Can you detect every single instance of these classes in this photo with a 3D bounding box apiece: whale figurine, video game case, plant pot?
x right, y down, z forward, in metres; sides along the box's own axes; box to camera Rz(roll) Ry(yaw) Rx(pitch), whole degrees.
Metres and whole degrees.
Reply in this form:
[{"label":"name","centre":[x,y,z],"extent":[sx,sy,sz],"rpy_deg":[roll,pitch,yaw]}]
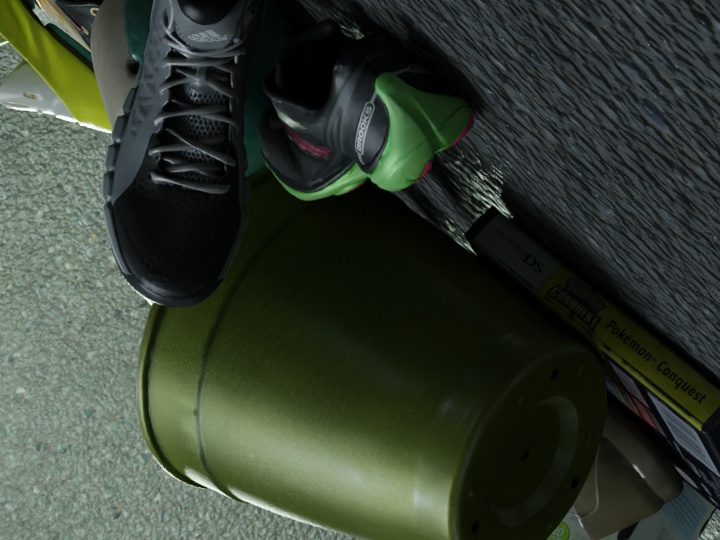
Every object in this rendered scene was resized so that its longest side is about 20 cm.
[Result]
[{"label":"whale figurine","centre":[-0.065,-0.106,1.252],"extent":[0.200,0.104,0.159],"rpy_deg":[10,-120,-64]},{"label":"video game case","centre":[0.152,0.064,1.224],"extent":[0.181,0.026,0.200],"rpy_deg":[41,174,32]},{"label":"plant pot","centre":[0.019,0.063,1.182],"extent":[0.193,0.200,0.200],"rpy_deg":[26,164,35]}]

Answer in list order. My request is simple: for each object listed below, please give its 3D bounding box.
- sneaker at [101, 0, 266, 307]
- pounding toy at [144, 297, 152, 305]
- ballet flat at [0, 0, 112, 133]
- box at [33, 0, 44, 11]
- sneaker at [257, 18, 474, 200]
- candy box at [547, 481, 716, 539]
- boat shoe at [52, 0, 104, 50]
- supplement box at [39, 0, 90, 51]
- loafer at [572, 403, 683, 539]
[{"label":"sneaker","centre":[-0.084,-0.089,1.085],"extent":[0.075,0.200,0.115],"rpy_deg":[6,165,-5]},{"label":"pounding toy","centre":[-0.068,0.034,1.674],"extent":[0.184,0.200,0.142],"rpy_deg":[39,173,45]},{"label":"ballet flat","centre":[-0.215,-0.142,1.382],"extent":[0.200,0.067,0.067],"rpy_deg":[47,176,-7]},{"label":"box","centre":[-0.306,-0.298,1.739],"extent":[0.160,0.049,0.200],"rpy_deg":[41,174,11]},{"label":"sneaker","centre":[-0.008,-0.085,1.094],"extent":[0.084,0.077,0.200],"rpy_deg":[52,163,-12]},{"label":"candy box","centre":[0.099,0.176,1.368],"extent":[0.168,0.200,0.072],"rpy_deg":[20,159,44]},{"label":"boat shoe","centre":[-0.148,-0.166,1.323],"extent":[0.201,0.074,0.063],"rpy_deg":[55,-167,-7]},{"label":"supplement box","centre":[-0.117,-0.137,1.424],"extent":[0.200,0.074,0.126],"rpy_deg":[44,174,2]},{"label":"loafer","centre":[0.094,0.079,1.272],"extent":[0.200,0.067,0.076],"rpy_deg":[40,174,36]}]
